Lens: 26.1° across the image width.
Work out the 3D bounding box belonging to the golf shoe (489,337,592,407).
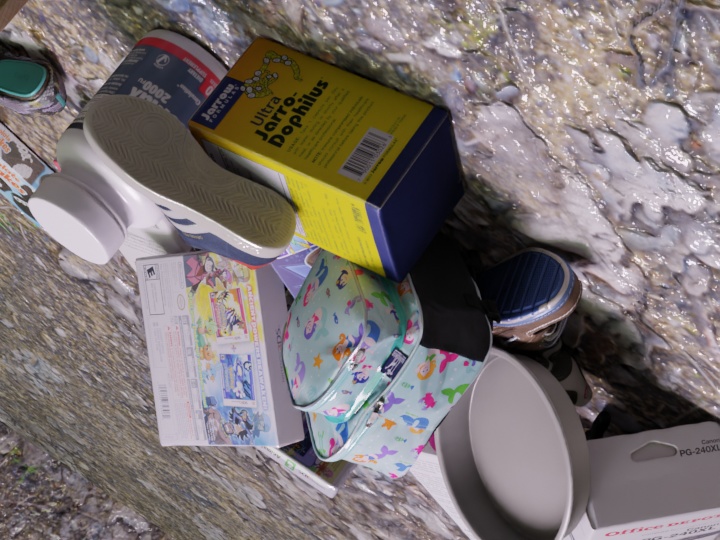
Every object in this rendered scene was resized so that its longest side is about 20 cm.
[{"bbox_3d":[0.137,0.104,1.513,0.088,0.078,0.199,41,159,-28],"label":"golf shoe"}]

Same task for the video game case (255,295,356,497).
[{"bbox_3d":[-0.058,0.134,1.710,0.181,0.200,0.022,33,133,7],"label":"video game case"}]

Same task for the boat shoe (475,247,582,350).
[{"bbox_3d":[0.145,0.030,1.371,0.072,0.073,0.200,31,164,-19],"label":"boat shoe"}]

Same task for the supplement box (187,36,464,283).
[{"bbox_3d":[-0.027,-0.095,1.305,0.199,0.110,0.109,25,155,26],"label":"supplement box"}]

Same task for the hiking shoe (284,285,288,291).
[{"bbox_3d":[-0.061,-0.026,1.546,0.199,0.074,0.087,-13,117,53],"label":"hiking shoe"}]

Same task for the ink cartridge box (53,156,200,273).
[{"bbox_3d":[-0.218,-0.066,1.683,0.145,0.085,0.201,19,151,37],"label":"ink cartridge box"}]

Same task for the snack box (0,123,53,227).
[{"bbox_3d":[-0.450,-0.138,1.947,0.200,0.037,0.116,45,157,-20],"label":"snack box"}]

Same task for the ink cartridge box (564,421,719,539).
[{"bbox_3d":[0.260,0.223,1.461,0.143,0.084,0.200,-9,155,-5],"label":"ink cartridge box"}]

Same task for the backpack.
[{"bbox_3d":[0.014,0.075,1.363,0.149,0.178,0.201,11,124,-22],"label":"backpack"}]

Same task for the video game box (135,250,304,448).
[{"bbox_3d":[-0.145,0.077,1.581,0.181,0.047,0.203,-4,95,45],"label":"video game box"}]

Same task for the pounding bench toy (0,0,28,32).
[{"bbox_3d":[-0.341,-0.298,1.343,0.156,0.125,0.199,47,156,-24],"label":"pounding bench toy"}]

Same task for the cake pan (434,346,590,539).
[{"bbox_3d":[0.138,0.163,1.404,0.200,0.036,0.203,24,120,52],"label":"cake pan"}]

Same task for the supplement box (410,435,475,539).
[{"bbox_3d":[0.137,0.219,1.707,0.103,0.102,0.200,6,144,51],"label":"supplement box"}]

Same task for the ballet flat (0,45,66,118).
[{"bbox_3d":[-0.391,-0.207,1.686,0.199,0.072,0.072,23,155,34],"label":"ballet flat"}]

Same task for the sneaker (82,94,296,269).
[{"bbox_3d":[-0.150,-0.065,1.298,0.199,0.075,0.085,37,153,-1],"label":"sneaker"}]

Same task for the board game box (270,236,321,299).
[{"bbox_3d":[0.000,0.000,1.453,0.134,0.035,0.201,-19,132,15],"label":"board game box"}]

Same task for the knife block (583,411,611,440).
[{"bbox_3d":[0.219,0.199,1.579,0.174,0.065,0.199,-14,147,41],"label":"knife block"}]

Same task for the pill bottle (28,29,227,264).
[{"bbox_3d":[-0.207,-0.110,1.421,0.119,0.201,0.120,30,158,13],"label":"pill bottle"}]
